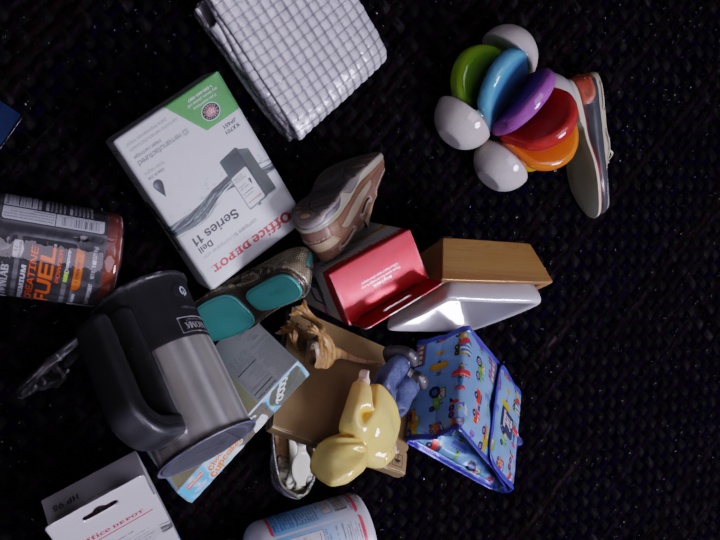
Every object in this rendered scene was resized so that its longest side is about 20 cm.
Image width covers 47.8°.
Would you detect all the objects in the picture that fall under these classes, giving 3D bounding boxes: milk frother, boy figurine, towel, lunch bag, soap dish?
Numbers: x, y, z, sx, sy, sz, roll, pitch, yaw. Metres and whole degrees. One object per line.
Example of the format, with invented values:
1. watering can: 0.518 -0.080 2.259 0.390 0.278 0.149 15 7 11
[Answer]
1. milk frother: -0.248 0.136 0.878 0.179 0.199 0.191 -8 63 -53
2. boy figurine: 0.013 0.187 0.983 0.201 0.063 0.126 -50 128 -35
3. towel: -0.084 -0.282 0.961 0.165 0.085 0.201 -42 113 -11
4. lunch bag: 0.159 0.199 1.108 0.199 0.093 0.153 40 45 -35
5. soap dish: 0.125 0.021 1.040 0.153 0.200 0.084 2 73 -22

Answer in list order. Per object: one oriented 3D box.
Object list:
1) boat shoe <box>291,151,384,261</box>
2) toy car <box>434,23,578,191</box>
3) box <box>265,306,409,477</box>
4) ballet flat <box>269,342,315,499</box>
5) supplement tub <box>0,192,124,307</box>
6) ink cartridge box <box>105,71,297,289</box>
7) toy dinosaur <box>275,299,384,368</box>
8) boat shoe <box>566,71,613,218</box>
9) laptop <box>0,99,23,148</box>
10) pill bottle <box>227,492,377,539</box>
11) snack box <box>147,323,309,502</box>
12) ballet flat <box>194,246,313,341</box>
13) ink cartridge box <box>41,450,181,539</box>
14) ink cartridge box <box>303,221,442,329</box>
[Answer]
1. boat shoe: -0.020 -0.080 0.988 0.201 0.074 0.073 -51 128 -47
2. toy car: 0.207 -0.211 1.058 0.199 0.149 0.176 42 81 -22
3. box: -0.019 0.155 1.037 0.197 0.021 0.167 25 53 -24
4. ballet flat: -0.085 0.196 1.036 0.070 0.072 0.206 -7 100 -22
5. supplement tub: -0.358 -0.024 0.865 0.195 0.107 0.110 9 94 -23
6. ink cartridge box: -0.177 -0.103 0.944 0.146 0.083 0.202 -37 111 -14
7. toy dinosaur: -0.048 0.096 0.990 0.060 0.200 0.107 -43 77 10
8. boat shoe: 0.330 -0.179 1.163 0.061 0.071 0.205 -18 100 -22
9. laptop: -0.459 -0.130 0.788 0.198 0.116 0.189 36 83 -15
10. pill bottle: -0.083 0.364 1.038 0.195 0.108 0.112 -10 102 -21
11. snack box: -0.167 0.159 0.968 0.200 0.116 0.037 -46 140 -10
12. ballet flat: -0.129 0.025 0.969 0.068 0.197 0.076 49 35 -23
13. ink cartridge box: -0.277 0.284 0.915 0.114 0.067 0.203 -26 139 -18
14. ink cartridge box: 0.000 0.000 0.970 0.115 0.199 0.069 -29 108 -18
